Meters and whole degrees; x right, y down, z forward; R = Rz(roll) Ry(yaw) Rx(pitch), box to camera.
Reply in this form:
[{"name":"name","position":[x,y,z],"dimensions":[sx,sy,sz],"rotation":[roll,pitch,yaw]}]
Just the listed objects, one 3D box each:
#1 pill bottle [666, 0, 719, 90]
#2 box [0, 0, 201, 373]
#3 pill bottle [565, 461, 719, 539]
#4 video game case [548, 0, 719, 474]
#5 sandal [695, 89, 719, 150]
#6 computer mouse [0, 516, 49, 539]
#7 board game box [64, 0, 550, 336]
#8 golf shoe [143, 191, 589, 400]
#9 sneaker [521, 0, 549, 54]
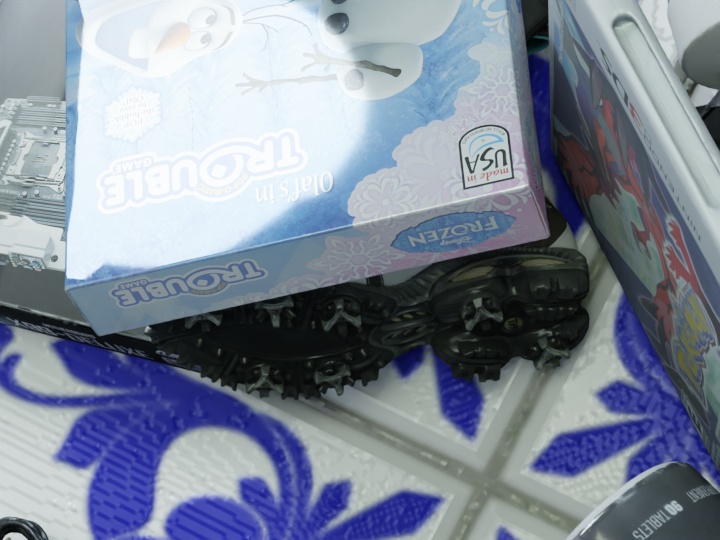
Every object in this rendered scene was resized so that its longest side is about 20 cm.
[{"name":"pill bottle","position":[0.172,-0.190,1.160],"dimensions":[0.112,0.113,0.202],"rotation":[-11,70,9]},{"name":"box","position":[-0.105,-0.064,1.216],"dimensions":[0.157,0.050,0.201],"rotation":[13,76,16]},{"name":"pill bottle","position":[0.163,0.179,1.042],"dimensions":[0.106,0.106,0.200],"rotation":[-44,69,-4]},{"name":"video game case","position":[0.123,-0.022,1.068],"dimensions":[0.023,0.200,0.183],"rotation":[-24,68,-5]},{"name":"sandal","position":[0.205,-0.069,1.111],"dimensions":[0.199,0.043,0.076],"rotation":[-6,26,33]},{"name":"computer mouse","position":[-0.145,0.204,1.130],"dimensions":[0.058,0.034,0.202],"rotation":[-14,64,26]},{"name":"board game box","position":[-0.028,-0.085,1.112],"dimensions":[0.198,0.043,0.200],"rotation":[-12,57,11]},{"name":"golf shoe","position":[0.000,0.000,1.151],"dimensions":[0.198,0.078,0.095],"rotation":[-1,50,-11]},{"name":"sneaker","position":[0.059,-0.144,1.203],"dimensions":[0.079,0.075,0.201],"rotation":[16,82,4]}]
